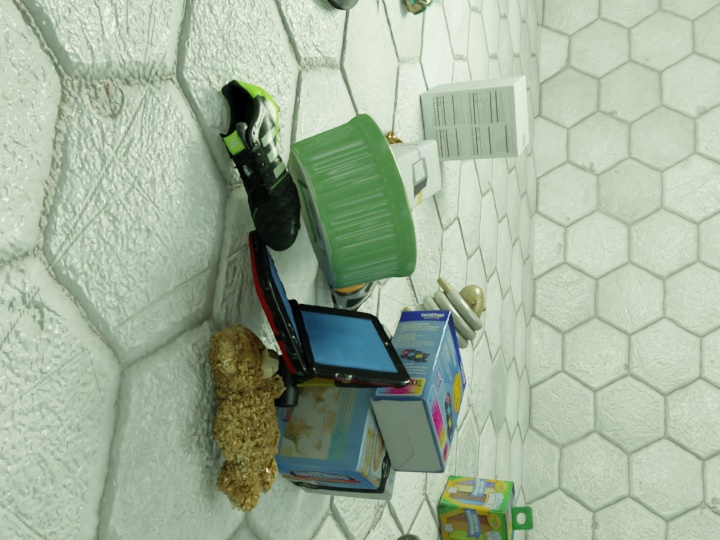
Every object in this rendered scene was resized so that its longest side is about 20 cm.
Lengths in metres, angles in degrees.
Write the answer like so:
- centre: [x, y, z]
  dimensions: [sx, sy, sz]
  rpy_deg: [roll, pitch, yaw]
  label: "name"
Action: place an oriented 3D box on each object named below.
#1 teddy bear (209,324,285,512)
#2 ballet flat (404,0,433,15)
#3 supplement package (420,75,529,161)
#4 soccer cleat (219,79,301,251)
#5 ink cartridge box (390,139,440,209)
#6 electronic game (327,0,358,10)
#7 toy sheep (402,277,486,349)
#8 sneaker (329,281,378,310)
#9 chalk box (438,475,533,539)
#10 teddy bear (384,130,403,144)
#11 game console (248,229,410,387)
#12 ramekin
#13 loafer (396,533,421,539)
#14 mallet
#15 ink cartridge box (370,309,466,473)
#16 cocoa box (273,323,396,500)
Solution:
- centre: [-0.118, 0.161, 0.773]
  dimensions: [0.145, 0.066, 0.201]
  rpy_deg: [21, 70, -69]
  label: "teddy bear"
- centre: [0.134, -0.582, 1.435]
  dimensions: [0.076, 0.068, 0.200]
  rpy_deg: [62, 34, -21]
  label: "ballet flat"
- centre: [0.253, -0.330, 1.531]
  dimensions: [0.152, 0.199, 0.152]
  rpy_deg: [-45, 131, -59]
  label: "supplement package"
- centre: [-0.117, -0.118, 0.786]
  dimensions: [0.081, 0.067, 0.201]
  rpy_deg: [13, 60, -58]
  label: "soccer cleat"
- centre: [0.022, -0.135, 1.037]
  dimensions: [0.200, 0.147, 0.086]
  rpy_deg: [-39, 124, -61]
  label: "ink cartridge box"
- centre: [-0.034, -0.493, 1.044]
  dimensions: [0.200, 0.041, 0.201]
  rpy_deg: [1, 90, -68]
  label: "electronic game"
- centre: [0.158, 0.101, 1.358]
  dimensions: [0.138, 0.200, 0.138]
  rpy_deg: [45, 11, -11]
  label: "toy sheep"
- centre: [0.000, 0.000, 1.092]
  dimensions: [0.200, 0.078, 0.078]
  rpy_deg: [-47, 146, -54]
  label: "sneaker"
- centre: [0.292, 0.564, 1.612]
  dimensions: [0.124, 0.199, 0.125]
  rpy_deg: [-41, 127, -61]
  label: "chalk box"
- centre: [0.046, -0.142, 1.223]
  dimensions: [0.200, 0.066, 0.146]
  rpy_deg: [63, 43, -59]
  label: "teddy bear"
- centre: [-0.041, 0.037, 0.791]
  dimensions: [0.200, 0.118, 0.173]
  rpy_deg: [-122, -168, -69]
  label: "game console"
- centre: [-0.014, -0.075, 0.835]
  dimensions: [0.200, 0.097, 0.201]
  rpy_deg: [162, -90, -81]
  label: "ramekin"
- centre: [0.079, 0.582, 1.281]
  dimensions: [0.071, 0.073, 0.201]
  rpy_deg: [45, 53, -73]
  label: "loafer"
- centre: [-0.034, 0.121, 0.839]
  dimensions: [0.041, 0.199, 0.066]
  rpy_deg: [13, 67, -53]
  label: "mallet"
- centre: [0.086, 0.146, 0.937]
  dimensions: [0.200, 0.076, 0.137]
  rpy_deg: [-66, 147, -50]
  label: "ink cartridge box"
- centre: [-0.022, 0.186, 0.940]
  dimensions: [0.131, 0.133, 0.201]
  rpy_deg: [57, 39, -51]
  label: "cocoa box"
